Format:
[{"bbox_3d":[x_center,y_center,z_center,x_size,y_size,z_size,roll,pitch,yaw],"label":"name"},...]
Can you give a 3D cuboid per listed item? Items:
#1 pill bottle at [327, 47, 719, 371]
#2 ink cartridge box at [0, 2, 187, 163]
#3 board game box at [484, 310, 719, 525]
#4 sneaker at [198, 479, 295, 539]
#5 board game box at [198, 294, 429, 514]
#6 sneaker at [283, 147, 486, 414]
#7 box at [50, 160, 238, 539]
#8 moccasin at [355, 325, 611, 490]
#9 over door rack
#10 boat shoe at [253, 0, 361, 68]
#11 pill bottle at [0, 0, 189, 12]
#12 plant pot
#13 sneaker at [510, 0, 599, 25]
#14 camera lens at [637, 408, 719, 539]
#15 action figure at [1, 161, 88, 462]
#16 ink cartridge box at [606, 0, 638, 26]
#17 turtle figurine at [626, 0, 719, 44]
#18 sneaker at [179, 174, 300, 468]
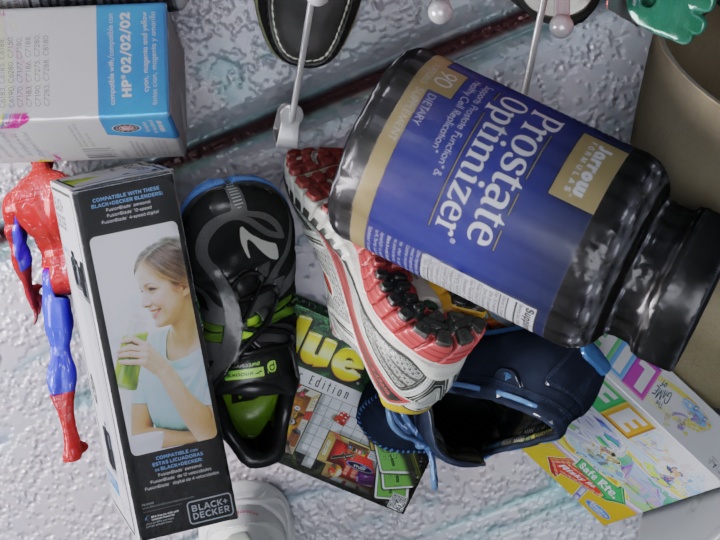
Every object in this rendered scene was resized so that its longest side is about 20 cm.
[{"bbox_3d":[0.092,-0.028,1.034,0.199,0.112,0.112,26,108,11],"label":"pill bottle"},{"bbox_3d":[-0.202,-0.103,1.113,0.199,0.115,0.068,-3,82,-1],"label":"ink cartridge box"},{"bbox_3d":[0.116,0.063,1.164,0.200,0.134,0.034,42,61,-6],"label":"board game box"},{"bbox_3d":[-0.068,0.241,1.244,0.078,0.099,0.201,-11,108,4],"label":"sneaker"},{"bbox_3d":[-0.042,0.070,1.229,0.199,0.023,0.105,23,105,-7],"label":"board game box"},{"bbox_3d":[0.000,0.000,1.122,0.077,0.200,0.082,0,130,-26],"label":"sneaker"},{"bbox_3d":[-0.125,0.042,1.122,0.060,0.117,0.201,-11,99,-13],"label":"box"},{"bbox_3d":[0.055,0.077,1.129,0.080,0.068,0.200,40,147,-16],"label":"moccasin"},{"bbox_3d":[0.038,-0.135,1.089,0.147,0.067,0.201,7,128,-7],"label":"over door rack"},{"bbox_3d":[-0.024,-0.209,1.111,0.071,0.066,0.202,9,109,-4],"label":"boat shoe"},{"bbox_3d":[-0.197,-0.194,1.098,0.199,0.106,0.107,-2,109,2],"label":"pill bottle"},{"bbox_3d":[0.223,-0.026,1.125,0.186,0.188,0.201,16,122,-5],"label":"plant pot"},{"bbox_3d":[0.081,-0.224,1.100,0.073,0.080,0.201,-26,108,6],"label":"sneaker"},{"bbox_3d":[0.289,0.174,1.187,0.200,0.160,0.160,36,105,-10],"label":"camera lens"},{"bbox_3d":[-0.176,0.012,1.192,0.065,0.052,0.201,-9,100,10],"label":"action figure"},{"bbox_3d":[0.126,-0.236,1.028,0.057,0.163,0.201,9,96,13],"label":"ink cartridge box"},{"bbox_3d":[0.207,-0.174,1.064,0.100,0.200,0.150,-15,88,34],"label":"turtle figurine"},{"bbox_3d":[-0.062,0.031,1.138,0.070,0.083,0.200,-12,127,-13],"label":"sneaker"}]
